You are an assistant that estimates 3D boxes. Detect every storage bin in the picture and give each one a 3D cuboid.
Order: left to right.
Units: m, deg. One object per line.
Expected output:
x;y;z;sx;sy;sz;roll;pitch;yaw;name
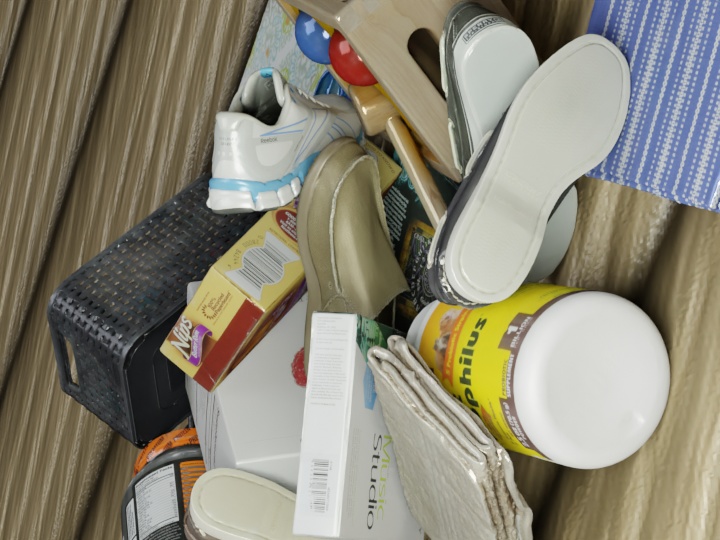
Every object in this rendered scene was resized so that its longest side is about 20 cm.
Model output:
-0.150;0.033;1.848;0.094;0.200;0.136;32;146;27;storage bin

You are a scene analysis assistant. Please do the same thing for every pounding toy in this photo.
0.036;-0.135;1.583;0.142;0.200;0.184;-41;27;-6;pounding toy

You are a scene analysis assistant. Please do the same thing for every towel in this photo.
-0.058;-0.142;1.940;0.172;0.048;0.200;-68;27;19;towel
0.063;0.138;1.443;0.133;0.034;0.200;48;162;37;towel
0.195;-0.120;1.426;0.200;0.024;0.146;25;103;62;towel

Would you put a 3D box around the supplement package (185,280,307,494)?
-0.060;0.111;1.730;0.200;0.121;0.120;-110;19;-46;supplement package

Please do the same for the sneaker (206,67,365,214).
-0.051;-0.109;1.617;0.200;0.075;0.087;-44;-48;-62;sneaker

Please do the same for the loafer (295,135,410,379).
0.000;0.000;1.605;0.067;0.076;0.201;15;122;29;loafer

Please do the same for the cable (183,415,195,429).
-0.099;0.156;1.927;0.200;0.051;0.164;14;99;61;cable

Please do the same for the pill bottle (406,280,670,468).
0.105;0.061;1.440;0.200;0.109;0.110;8;88;65;pill bottle

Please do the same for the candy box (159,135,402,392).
-0.058;-0.009;1.680;0.200;0.056;0.117;-49;-3;-42;candy box

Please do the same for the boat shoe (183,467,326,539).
-0.033;0.207;1.609;0.060;0.199;0.072;113;179;-52;boat shoe

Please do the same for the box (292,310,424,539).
0.007;0.111;1.507;0.200;0.036;0.145;25;-111;-72;box

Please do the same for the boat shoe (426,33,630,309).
0.105;-0.062;1.426;0.201;0.074;0.060;-63;16;-17;boat shoe

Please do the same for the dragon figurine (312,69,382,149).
-0.002;-0.128;1.797;0.201;0.059;0.100;-67;28;26;dragon figurine

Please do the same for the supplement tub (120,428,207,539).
-0.127;0.227;1.773;0.200;0.122;0.123;-101;31;-50;supplement tub

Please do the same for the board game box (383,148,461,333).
0.055;-0.007;1.667;0.200;0.028;0.136;51;126;59;board game box

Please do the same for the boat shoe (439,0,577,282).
0.096;-0.086;1.493;0.064;0.070;0.201;-129;23;-57;boat shoe
